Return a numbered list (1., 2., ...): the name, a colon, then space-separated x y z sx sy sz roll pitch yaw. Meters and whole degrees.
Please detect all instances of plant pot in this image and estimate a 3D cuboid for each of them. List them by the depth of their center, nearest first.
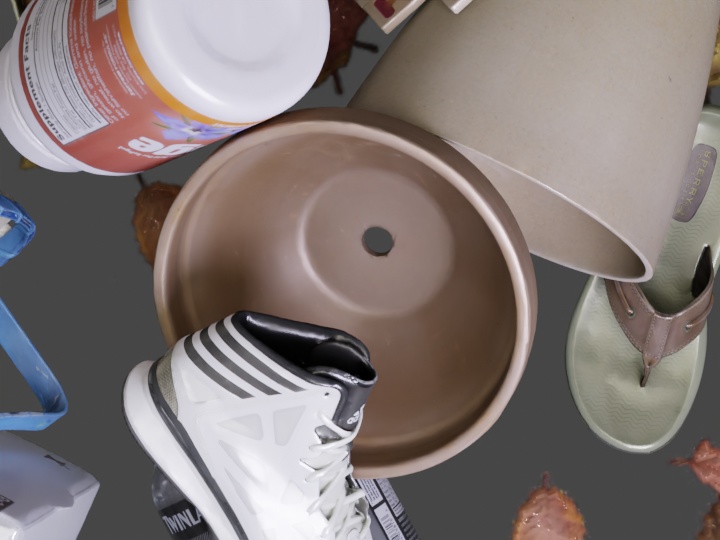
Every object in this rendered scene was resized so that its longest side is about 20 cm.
1. plant pot: 0.000 0.000 1.327 0.201 0.093 0.201 7 116 14
2. plant pot: 0.114 -0.125 1.366 0.187 0.187 0.200 26 82 4

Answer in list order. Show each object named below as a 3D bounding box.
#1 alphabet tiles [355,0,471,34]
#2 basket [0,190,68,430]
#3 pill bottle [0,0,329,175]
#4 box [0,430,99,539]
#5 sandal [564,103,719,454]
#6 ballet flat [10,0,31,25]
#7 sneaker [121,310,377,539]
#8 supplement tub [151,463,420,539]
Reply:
1. alphabet tiles: 0.071 -0.213 1.366 0.200 0.167 0.008 -41 122 4
2. basket: -0.253 0.007 1.400 0.139 0.176 0.200 -33 81 15
3. pill bottle: -0.111 -0.111 1.307 0.112 0.200 0.112 7 76 -32
4. box: -0.273 0.142 1.396 0.200 0.199 0.131 25 95 4
5. sandal: 0.166 0.003 1.415 0.080 0.057 0.201 16 95 5
6. ballet flat: -0.174 -0.185 1.415 0.067 0.062 0.200 -15 107 -1
7. sneaker: -0.021 0.106 1.285 0.115 0.076 0.201 -33 102 33
8. supplement tub: -0.036 0.149 1.412 0.122 0.123 0.200 -29 90 7
